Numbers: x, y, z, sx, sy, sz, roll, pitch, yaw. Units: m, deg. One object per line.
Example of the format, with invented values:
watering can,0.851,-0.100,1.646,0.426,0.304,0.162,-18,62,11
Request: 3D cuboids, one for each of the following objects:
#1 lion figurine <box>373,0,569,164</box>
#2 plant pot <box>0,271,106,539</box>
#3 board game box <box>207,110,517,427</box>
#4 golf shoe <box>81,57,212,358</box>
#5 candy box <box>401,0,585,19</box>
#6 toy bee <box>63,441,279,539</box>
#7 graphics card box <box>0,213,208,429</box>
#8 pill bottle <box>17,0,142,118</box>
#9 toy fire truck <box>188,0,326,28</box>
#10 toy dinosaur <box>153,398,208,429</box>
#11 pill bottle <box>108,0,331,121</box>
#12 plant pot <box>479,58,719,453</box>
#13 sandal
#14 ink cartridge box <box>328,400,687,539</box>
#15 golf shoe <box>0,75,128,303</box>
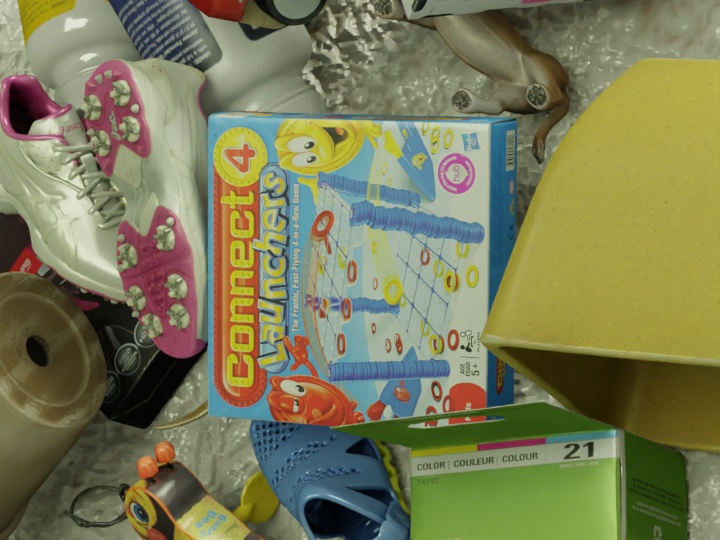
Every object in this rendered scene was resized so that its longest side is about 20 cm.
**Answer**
lion figurine,0.085,-0.153,1.510,0.072,0.122,0.201,-39,77,25
plant pot,-0.272,0.091,1.580,0.173,0.199,0.201,-31,63,33
board game box,0.000,0.000,1.463,0.194,0.056,0.202,2,97,22
golf shoe,-0.119,-0.045,1.509,0.075,0.091,0.202,-5,99,43
candy box,0.109,-0.257,1.460,0.198,0.072,0.169,-8,66,-17
toy bee,-0.121,0.175,1.524,0.198,0.109,0.131,13,45,12
graphics card box,-0.190,0.006,1.657,0.200,0.051,0.126,44,101,30
pill bottle,-0.197,-0.198,1.676,0.111,0.111,0.201,-22,66,25
toy fire truck,-0.117,-0.261,1.450,0.129,0.199,0.177,43,121,55
toy dinosaur,-0.057,0.040,1.575,0.101,0.058,0.201,21,82,48
pill bottle,-0.102,-0.170,1.585,0.111,0.111,0.201,-31,88,21
plant pot,0.214,-0.012,1.339,0.193,0.195,0.201,5,71,32
sandal,-0.012,0.153,1.490,0.080,0.087,0.200,-51,56,12
ink cartridge box,0.090,0.135,1.362,0.147,0.200,0.076,-8,73,30
golf shoe,-0.198,-0.056,1.574,0.200,0.075,0.092,38,131,22
